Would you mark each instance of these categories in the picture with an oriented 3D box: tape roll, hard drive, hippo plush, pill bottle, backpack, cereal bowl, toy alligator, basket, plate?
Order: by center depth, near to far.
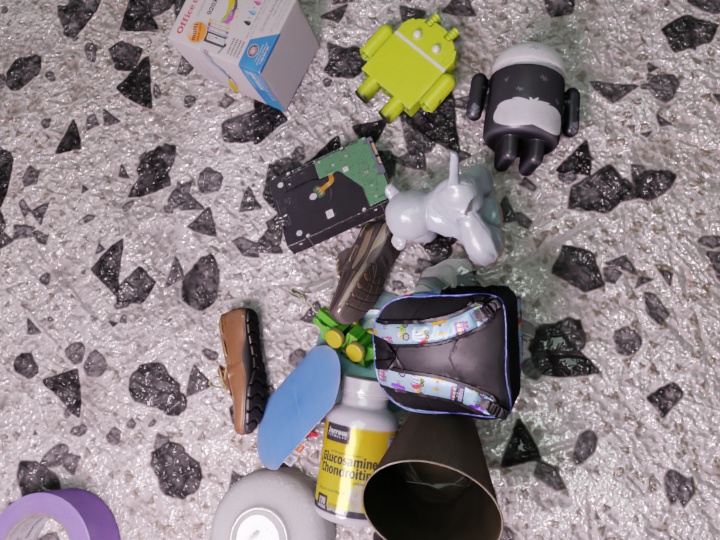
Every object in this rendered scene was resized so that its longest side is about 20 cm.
[{"bbox_3d":[0.105,0.272,0.897,0.177,0.200,0.139,15,107,7],"label":"basket"},{"bbox_3d":[0.123,0.110,0.932,0.196,0.134,0.187,-2,98,25],"label":"backpack"},{"bbox_3d":[-0.002,0.263,0.975,0.110,0.112,0.204,6,84,14],"label":"pill bottle"},{"bbox_3d":[-0.142,0.404,0.998,0.196,0.083,0.204,-3,76,12],"label":"cereal bowl"},{"bbox_3d":[0.122,-0.071,1.007,0.158,0.199,0.163,-15,87,26],"label":"hippo plush"},{"bbox_3d":[-0.037,0.100,1.035,0.198,0.059,0.055,32,126,17],"label":"toy alligator"},{"bbox_3d":[0.019,0.131,1.053,0.196,0.026,0.205,-3,77,13],"label":"plate"},{"bbox_3d":[-0.498,0.462,1.062,0.196,0.085,0.204,-2,78,11],"label":"tape roll"},{"bbox_3d":[-0.047,-0.129,1.108,0.197,0.038,0.142,-25,63,7],"label":"hard drive"}]

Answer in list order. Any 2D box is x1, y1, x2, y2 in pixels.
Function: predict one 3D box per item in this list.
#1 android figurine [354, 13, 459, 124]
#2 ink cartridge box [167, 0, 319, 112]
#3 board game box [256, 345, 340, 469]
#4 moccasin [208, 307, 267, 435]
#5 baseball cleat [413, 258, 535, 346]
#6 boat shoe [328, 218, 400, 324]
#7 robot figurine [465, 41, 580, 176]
[{"bbox_3d":[0.086,-0.356,1.141,0.200,0.041,0.182,-45,72,1],"label":"android figurine"},{"bbox_3d":[-0.203,-0.407,1.160,0.197,0.145,0.149,25,84,17],"label":"ink cartridge box"},{"bbox_3d":[-0.085,0.214,1.013,0.201,0.039,0.159,-49,27,11],"label":"board game box"},{"bbox_3d":[-0.201,0.164,1.070,0.076,0.073,0.205,-14,78,18],"label":"moccasin"},{"bbox_3d":[0.181,0.040,1.015,0.196,0.070,0.108,17,78,13],"label":"baseball cleat"},{"bbox_3d":[0.000,0.000,1.053,0.072,0.075,0.201,11,54,34],"label":"boat shoe"},{"bbox_3d":[0.259,-0.257,1.039,0.124,0.149,0.204,-4,74,49],"label":"robot figurine"}]
